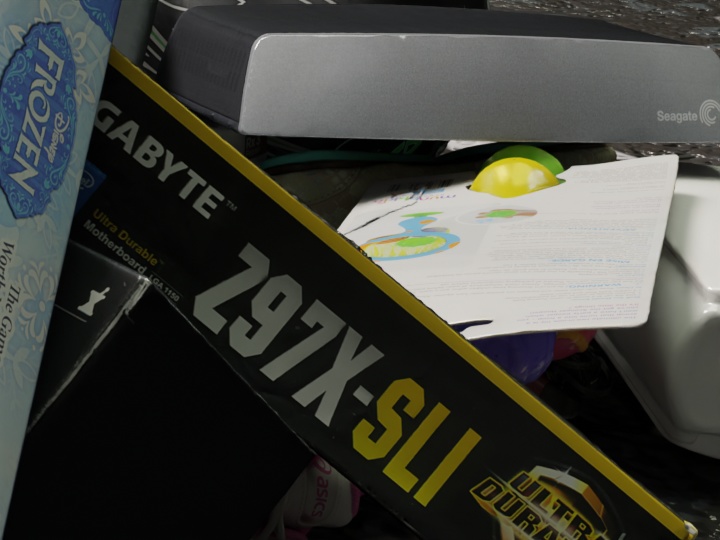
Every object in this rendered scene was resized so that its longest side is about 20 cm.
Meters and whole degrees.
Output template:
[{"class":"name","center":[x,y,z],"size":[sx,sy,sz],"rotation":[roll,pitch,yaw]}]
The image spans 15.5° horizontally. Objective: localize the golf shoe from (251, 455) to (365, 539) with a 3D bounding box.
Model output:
[{"class":"golf shoe","center":[-0.053,0.055,0.787],"size":[0.091,0.075,0.200],"rotation":[17,20,23]}]

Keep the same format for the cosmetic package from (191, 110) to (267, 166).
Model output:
[{"class":"cosmetic package","center":[-0.148,-0.038,1.058],"size":[0.200,0.081,0.113],"rotation":[15,19,27]}]

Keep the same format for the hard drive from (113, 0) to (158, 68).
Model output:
[{"class":"hard drive","center":[-0.134,-0.111,0.956],"size":[0.140,0.033,0.200],"rotation":[46,21,-20]}]

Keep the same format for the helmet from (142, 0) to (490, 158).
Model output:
[{"class":"helmet","center":[-0.058,-0.117,1.157],"size":[0.200,0.200,0.191],"rotation":[19,13,40]}]

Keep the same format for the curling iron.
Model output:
[{"class":"curling iron","center":[0.000,0.000,0.959],"size":[0.200,0.026,0.050],"rotation":[27,20,0]}]

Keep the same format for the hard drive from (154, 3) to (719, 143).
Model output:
[{"class":"hard drive","center":[0.032,-0.076,1.018],"size":[0.200,0.042,0.135],"rotation":[0,11,-20]}]

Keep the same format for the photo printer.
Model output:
[{"class":"photo printer","center":[0.167,0.015,0.976],"size":[0.166,0.070,0.200],"rotation":[9,15,-10]}]

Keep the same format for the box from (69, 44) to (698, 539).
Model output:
[{"class":"box","center":[-0.014,0.017,0.703],"size":[0.200,0.049,0.160],"rotation":[40,-1,-3]}]

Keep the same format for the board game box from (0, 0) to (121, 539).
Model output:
[{"class":"board game box","center":[-0.156,0.014,0.603],"size":[0.200,0.199,0.043],"rotation":[-14,-40,31]}]

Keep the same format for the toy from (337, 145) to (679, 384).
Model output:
[{"class":"toy","center":[0.046,0.006,0.885],"size":[0.115,0.047,0.200],"rotation":[-4,19,11]}]

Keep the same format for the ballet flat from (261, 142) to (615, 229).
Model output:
[{"class":"ballet flat","center":[0.032,-0.018,1.067],"size":[0.200,0.062,0.067],"rotation":[-7,-5,-44]}]

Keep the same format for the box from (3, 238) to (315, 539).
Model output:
[{"class":"box","center":[-0.129,0.047,0.650],"size":[0.200,0.141,0.079],"rotation":[25,-16,48]}]
